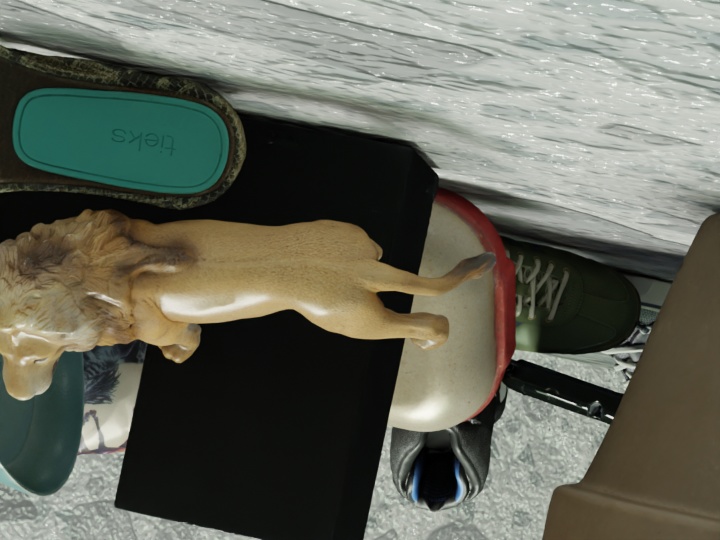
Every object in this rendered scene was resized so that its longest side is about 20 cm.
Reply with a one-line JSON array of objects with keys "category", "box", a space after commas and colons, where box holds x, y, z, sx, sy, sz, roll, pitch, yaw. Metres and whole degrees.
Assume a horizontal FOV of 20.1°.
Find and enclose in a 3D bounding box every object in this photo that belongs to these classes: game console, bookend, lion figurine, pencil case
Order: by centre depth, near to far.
[{"category": "lion figurine", "box": [-0.051, 0.004, 0.811, 0.200, 0.073, 0.122, -11, 170, 9]}, {"category": "bookend", "box": [-0.083, 0.028, 0.927, 0.199, 0.200, 0.092, 10, 176, 10]}, {"category": "pencil case", "box": [-0.093, 0.067, 1.177, 0.200, 0.078, 0.089, -6, 148, -1]}, {"category": "game console", "box": [0.196, 0.047, 1.211, 0.176, 0.116, 0.200, 19, 179, 17]}]

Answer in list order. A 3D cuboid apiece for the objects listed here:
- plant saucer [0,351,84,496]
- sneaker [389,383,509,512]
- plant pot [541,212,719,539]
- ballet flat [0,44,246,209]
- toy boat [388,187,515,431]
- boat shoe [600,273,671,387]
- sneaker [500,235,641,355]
[{"category": "plant saucer", "box": [-0.175, 0.009, 0.950, 0.027, 0.200, 0.200, -12, 173, 9]}, {"category": "sneaker", "box": [0.046, 0.094, 1.198, 0.073, 0.112, 0.200, 2, 160, 8]}, {"category": "plant pot", "box": [0.189, 0.070, 0.877, 0.200, 0.175, 0.200, 12, 177, 1]}, {"category": "ballet flat", "box": [-0.147, -0.062, 0.813, 0.200, 0.068, 0.075, 9, -173, -13]}, {"category": "toy boat", "box": [0.000, 0.000, 1.087, 0.200, 0.131, 0.131, 10, -154, 25]}, {"category": "boat shoe", "box": [0.194, 0.056, 1.363, 0.200, 0.093, 0.075, 13, 177, -29]}, {"category": "sneaker", "box": [0.070, 0.009, 1.203, 0.200, 0.067, 0.090, 15, -178, 1]}]
